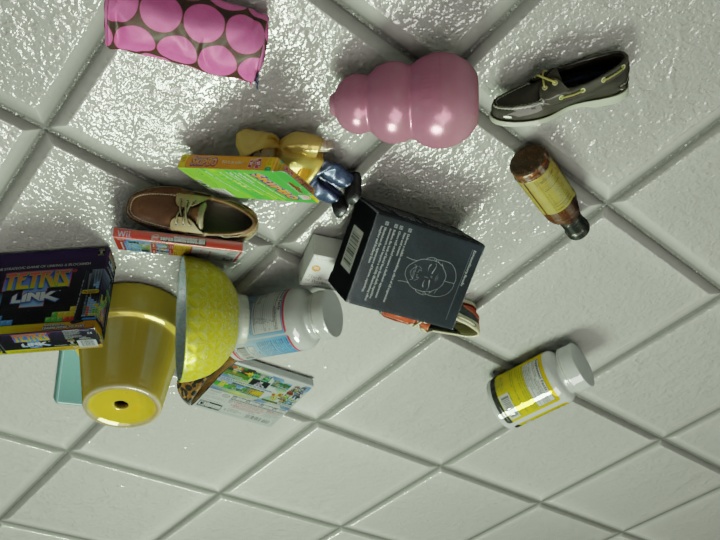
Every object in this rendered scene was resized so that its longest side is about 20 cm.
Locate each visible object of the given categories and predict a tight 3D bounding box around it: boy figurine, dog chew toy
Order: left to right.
[{"bbox_3d":[-0.089,-0.154,1.124,0.199,0.065,0.124,25,132,-34],"label":"boy figurine"},{"bbox_3d":[0.057,-0.225,1.028,0.197,0.126,0.125,-1,139,5],"label":"dog chew toy"}]

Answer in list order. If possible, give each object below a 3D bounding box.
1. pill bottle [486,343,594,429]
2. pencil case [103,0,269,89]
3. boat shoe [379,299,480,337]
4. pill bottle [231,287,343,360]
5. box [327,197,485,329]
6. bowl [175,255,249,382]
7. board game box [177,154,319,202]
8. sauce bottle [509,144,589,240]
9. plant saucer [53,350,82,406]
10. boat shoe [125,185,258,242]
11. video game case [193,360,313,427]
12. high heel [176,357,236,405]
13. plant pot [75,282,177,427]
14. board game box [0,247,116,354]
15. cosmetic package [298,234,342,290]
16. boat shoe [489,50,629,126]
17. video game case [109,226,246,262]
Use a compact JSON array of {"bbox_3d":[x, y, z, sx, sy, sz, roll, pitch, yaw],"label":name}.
[{"bbox_3d":[0.369,0.236,1.578,0.199,0.115,0.114,-32,133,26],"label":"pill bottle"},{"bbox_3d":[-0.213,-0.289,0.943,0.198,0.092,0.094,12,149,-17],"label":"pencil case"},{"bbox_3d":[0.127,0.084,1.416,0.197,0.063,0.072,8,138,-14],"label":"boat shoe"},{"bbox_3d":[-0.135,0.089,1.325,0.198,0.110,0.109,-11,140,22],"label":"pill bottle"},{"bbox_3d":[0.072,-0.012,1.227,0.198,0.107,0.150,16,102,-23],"label":"box"},{"bbox_3d":[-0.238,0.079,1.242,0.106,0.202,0.201,3,138,-18],"label":"bowl"},{"bbox_3d":[-0.156,-0.129,1.083,0.198,0.030,0.095,10,164,34],"label":"board game box"},{"bbox_3d":[0.305,-0.117,1.218,0.066,0.067,0.200,-27,136,22],"label":"sauce bottle"},{"bbox_3d":[-0.554,0.204,1.490,0.069,0.019,0.201,10,136,-18],"label":"plant saucer"},{"bbox_3d":[-0.248,-0.087,1.148,0.197,0.077,0.072,5,178,-14],"label":"boat shoe"},{"bbox_3d":[-0.226,0.250,1.583,0.198,0.022,0.182,22,131,-28],"label":"video game case"},{"bbox_3d":[-0.235,0.177,1.408,0.197,0.144,0.072,-9,139,2],"label":"high heel"},{"bbox_3d":[-0.402,0.157,1.330,0.198,0.190,0.202,-3,138,-3],"label":"plant pot"},{"bbox_3d":[-0.498,0.046,1.211,0.197,0.167,0.057,-4,141,-3],"label":"board game box"},{"bbox_3d":[0.000,0.000,1.315,0.198,0.051,0.083,10,135,-19],"label":"cosmetic package"},{"bbox_3d":[0.273,-0.253,1.061,0.199,0.072,0.061,-15,134,-1],"label":"boat shoe"},{"bbox_3d":[-0.283,-0.038,1.200,0.197,0.018,0.143,6,173,-14],"label":"video game case"}]
